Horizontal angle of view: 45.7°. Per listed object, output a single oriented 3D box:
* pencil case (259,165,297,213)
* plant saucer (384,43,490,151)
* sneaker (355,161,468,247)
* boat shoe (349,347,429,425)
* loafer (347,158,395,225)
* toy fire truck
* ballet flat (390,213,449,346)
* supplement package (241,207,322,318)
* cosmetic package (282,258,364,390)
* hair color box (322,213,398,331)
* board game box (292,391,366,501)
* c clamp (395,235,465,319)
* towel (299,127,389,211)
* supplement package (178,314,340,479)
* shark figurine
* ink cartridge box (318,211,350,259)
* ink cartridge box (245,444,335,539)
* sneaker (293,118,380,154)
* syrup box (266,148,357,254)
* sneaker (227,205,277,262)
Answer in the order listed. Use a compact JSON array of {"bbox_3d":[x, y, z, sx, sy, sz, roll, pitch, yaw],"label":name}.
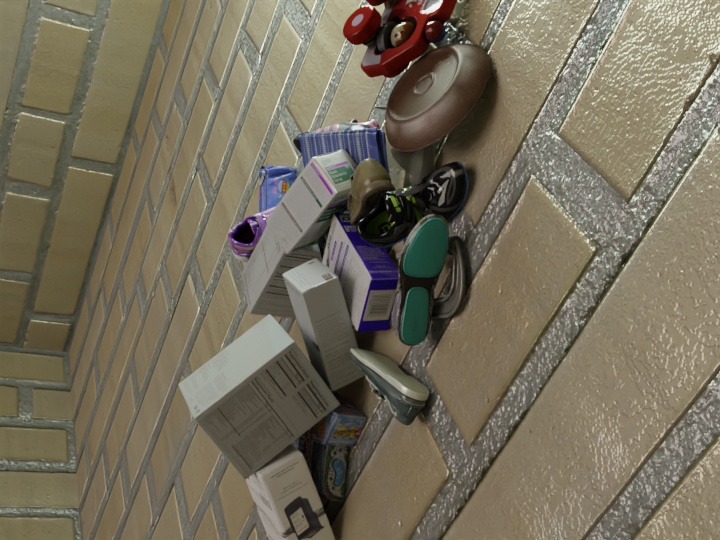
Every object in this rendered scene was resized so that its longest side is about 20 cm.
[{"bbox_3d":[-0.181,-0.129,1.822,0.078,0.087,0.201,-8,76,44],"label":"pencil case"},{"bbox_3d":[0.105,-0.272,1.295,0.200,0.037,0.201,-32,38,28],"label":"plant saucer"},{"bbox_3d":[0.078,-0.094,1.288,0.199,0.083,0.071,-31,72,26],"label":"sneaker"},{"bbox_3d":[0.034,0.177,1.345,0.200,0.073,0.062,31,106,55],"label":"boat shoe"},{"bbox_3d":[0.019,-0.125,1.386,0.200,0.076,0.068,123,137,-74],"label":"loafer"},{"bbox_3d":[0.078,-0.404,1.368,0.167,0.112,0.201,1,61,47],"label":"toy fire truck"},{"bbox_3d":[0.081,0.009,1.266,0.072,0.072,0.201,35,118,59],"label":"ballet flat"},{"bbox_3d":[-0.144,-0.012,1.689,0.200,0.109,0.114,-56,38,40],"label":"supplement package"},{"bbox_3d":[-0.061,0.092,1.452,0.102,0.074,0.201,38,149,59],"label":"cosmetic package"},{"bbox_3d":[0.000,0.000,1.451,0.200,0.065,0.110,-121,37,-47],"label":"hair color box"},{"bbox_3d":[-0.066,0.295,1.508,0.200,0.061,0.201,-4,79,62],"label":"board game box"},{"bbox_3d":[0.104,-0.008,1.313,0.200,0.027,0.172,2,84,62],"label":"c clamp"},{"bbox_3d":[-0.025,-0.176,1.508,0.199,0.024,0.146,5,110,44],"label":"towel"},{"bbox_3d":[-0.173,0.209,1.442,0.200,0.151,0.152,-37,25,-9],"label":"supplement package"},{"bbox_3d":[0.076,-0.192,1.357,0.128,0.089,0.215,-36,51,49],"label":"shark figurine"},{"bbox_3d":[-0.054,-0.122,1.624,0.094,0.044,0.201,-53,38,39],"label":"ink cartridge box"},{"bbox_3d":[-0.130,0.398,1.483,0.145,0.084,0.201,17,128,62],"label":"ink cartridge box"},{"bbox_3d":[-0.041,-0.244,1.589,0.199,0.070,0.082,12,60,44],"label":"sneaker"},{"bbox_3d":[-0.080,-0.120,1.513,0.082,0.079,0.200,56,136,11],"label":"syrup box"},{"bbox_3d":[-0.185,-0.091,1.727,0.200,0.088,0.081,-30,68,5],"label":"sneaker"}]
